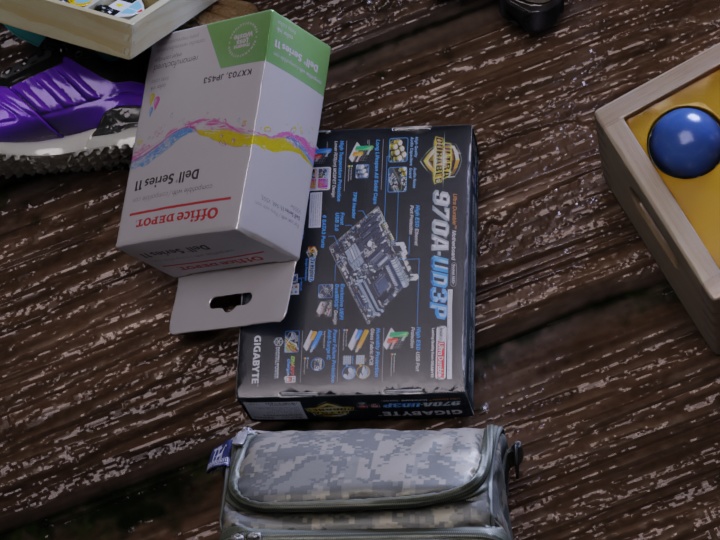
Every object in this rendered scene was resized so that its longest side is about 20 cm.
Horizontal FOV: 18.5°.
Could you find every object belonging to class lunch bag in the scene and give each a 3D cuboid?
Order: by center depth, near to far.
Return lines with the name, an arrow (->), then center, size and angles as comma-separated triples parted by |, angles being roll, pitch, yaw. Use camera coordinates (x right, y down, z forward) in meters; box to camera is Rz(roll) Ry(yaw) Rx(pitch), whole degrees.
lunch bag -> 0.003, 0.177, 1.393 | 0.198, 0.140, 0.169 | -3, 50, 8

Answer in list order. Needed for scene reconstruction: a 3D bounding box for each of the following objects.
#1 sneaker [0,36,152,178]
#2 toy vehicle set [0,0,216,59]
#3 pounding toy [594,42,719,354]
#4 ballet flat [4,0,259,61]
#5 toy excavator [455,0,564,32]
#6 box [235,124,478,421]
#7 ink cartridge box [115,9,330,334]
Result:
sneaker -> -0.227, -0.123, 1.584 | 0.198, 0.070, 0.100 | -2, 80, 0
toy vehicle set -> -0.169, -0.209, 1.573 | 0.123, 0.027, 0.200 | 17, 30, 17
pounding toy -> 0.279, -0.057, 1.432 | 0.183, 0.142, 0.201 | -28, 65, -2
ballet flat -> -0.163, -0.189, 1.617 | 0.198, 0.068, 0.073 | 10, 49, 14
toy excavator -> 0.104, -0.296, 1.605 | 0.193, 0.100, 0.200 | 25, 60, 20
box -> 0.000, 0.000, 1.511 | 0.158, 0.046, 0.202 | -2, 67, 10
ink cartridge box -> -0.096, -0.065, 1.499 | 0.116, 0.067, 0.202 | -8, 65, 38
